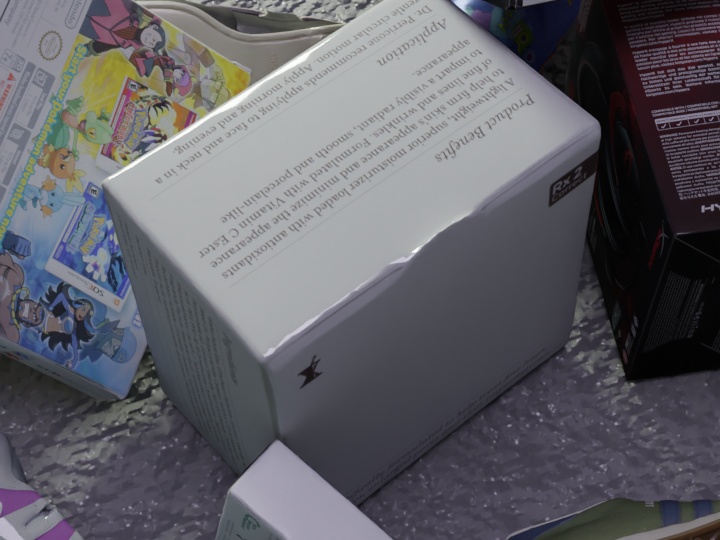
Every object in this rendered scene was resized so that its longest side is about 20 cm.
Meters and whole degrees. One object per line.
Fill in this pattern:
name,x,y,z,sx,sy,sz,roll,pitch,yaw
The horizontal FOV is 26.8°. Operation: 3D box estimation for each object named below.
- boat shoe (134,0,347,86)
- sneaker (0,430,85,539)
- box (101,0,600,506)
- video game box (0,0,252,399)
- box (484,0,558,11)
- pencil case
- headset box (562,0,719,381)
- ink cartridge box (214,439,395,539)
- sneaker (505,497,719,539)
boat shoe,-0.073,-0.125,0.907,0.198,0.057,0.067,2,96,-12
sneaker,-0.121,0.156,0.744,0.139,0.078,0.201,-15,68,-10
box,0.000,0.000,0.759,0.198,0.201,0.131,-35,61,-19
video game box,-0.169,-0.059,0.790,0.182,0.047,0.201,29,70,-27
box,0.095,-0.194,0.795,0.197,0.050,0.200,-14,30,-32
pencil case,0.101,-0.171,0.935,0.087,0.078,0.201,34,61,-7
headset box,0.166,-0.065,0.825,0.074,0.149,0.201,-7,59,-5
ink cartridge box,0.019,0.167,0.692,0.200,0.100,0.039,42,65,9
sneaker,0.159,0.136,0.746,0.199,0.090,0.068,-5,98,-29
